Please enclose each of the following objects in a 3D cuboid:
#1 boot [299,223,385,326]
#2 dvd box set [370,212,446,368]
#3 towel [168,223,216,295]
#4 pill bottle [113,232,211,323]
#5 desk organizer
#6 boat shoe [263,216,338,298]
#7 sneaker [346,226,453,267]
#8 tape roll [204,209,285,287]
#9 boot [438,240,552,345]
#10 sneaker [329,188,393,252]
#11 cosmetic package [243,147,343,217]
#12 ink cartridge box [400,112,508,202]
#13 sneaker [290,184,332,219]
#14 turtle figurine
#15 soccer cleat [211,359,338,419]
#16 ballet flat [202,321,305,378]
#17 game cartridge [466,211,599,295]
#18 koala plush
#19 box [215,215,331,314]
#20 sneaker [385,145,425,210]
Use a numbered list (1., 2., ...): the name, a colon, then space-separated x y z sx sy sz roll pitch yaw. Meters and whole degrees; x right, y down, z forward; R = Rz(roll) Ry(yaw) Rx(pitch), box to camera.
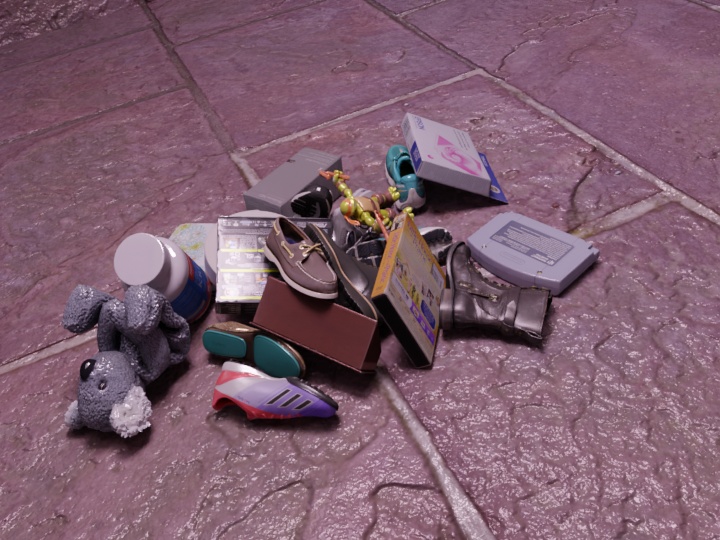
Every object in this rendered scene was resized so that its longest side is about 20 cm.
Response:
1. boot: 0.000 0.000 1.235 0.137 0.078 0.202 -22 73 -37
2. dvd box set: 0.079 0.027 1.170 0.029 0.148 0.202 -18 32 27
3. towel: -0.286 -0.027 1.417 0.195 0.049 0.173 4 40 19
4. pill bottle: -0.319 0.013 1.227 0.109 0.200 0.115 -2 73 6
5. desk organizer: -0.059 0.081 1.142 0.196 0.072 0.079 21 90 22
6. boat shoe: -0.089 -0.021 1.165 0.070 0.061 0.200 4 23 -33
7. sneaker: 0.065 -0.032 1.327 0.195 0.079 0.080 -13 18 -11
8. tape roll: -0.178 -0.027 1.344 0.197 0.038 0.206 6 46 -6
9. boot: 0.216 0.036 1.198 0.169 0.070 0.203 4 45 12
10. sneaker: -0.002 -0.086 1.394 0.080 0.076 0.201 11 44 23
11. cosmetic package: -0.128 -0.155 1.508 0.105 0.092 0.200 17 42 30
12. ink cartridge box: 0.185 -0.221 1.471 0.195 0.044 0.198 13 34 -17
13. sneaker: -0.083 -0.125 1.370 0.073 0.200 0.081 28 76 -5
14. turtle figurine: 0.020 -0.099 1.291 0.159 0.065 0.200 -2 37 -48
15. soccer cleat: -0.124 0.189 1.093 0.196 0.069 0.075 13 66 23
16. ballet flat: -0.156 0.116 1.186 0.196 0.072 0.065 16 22 26
17. game cartridge: 0.282 -0.030 1.280 0.132 0.042 0.198 -38 44 -24
18. koala plush: -0.358 0.151 1.142 0.173 0.184 0.204 -2 58 27
19. box: -0.142 -0.009 1.265 0.195 0.045 0.164 0 63 -10
20. sneaker: 0.091 -0.200 1.501 0.076 0.081 0.202 -12 36 -2
